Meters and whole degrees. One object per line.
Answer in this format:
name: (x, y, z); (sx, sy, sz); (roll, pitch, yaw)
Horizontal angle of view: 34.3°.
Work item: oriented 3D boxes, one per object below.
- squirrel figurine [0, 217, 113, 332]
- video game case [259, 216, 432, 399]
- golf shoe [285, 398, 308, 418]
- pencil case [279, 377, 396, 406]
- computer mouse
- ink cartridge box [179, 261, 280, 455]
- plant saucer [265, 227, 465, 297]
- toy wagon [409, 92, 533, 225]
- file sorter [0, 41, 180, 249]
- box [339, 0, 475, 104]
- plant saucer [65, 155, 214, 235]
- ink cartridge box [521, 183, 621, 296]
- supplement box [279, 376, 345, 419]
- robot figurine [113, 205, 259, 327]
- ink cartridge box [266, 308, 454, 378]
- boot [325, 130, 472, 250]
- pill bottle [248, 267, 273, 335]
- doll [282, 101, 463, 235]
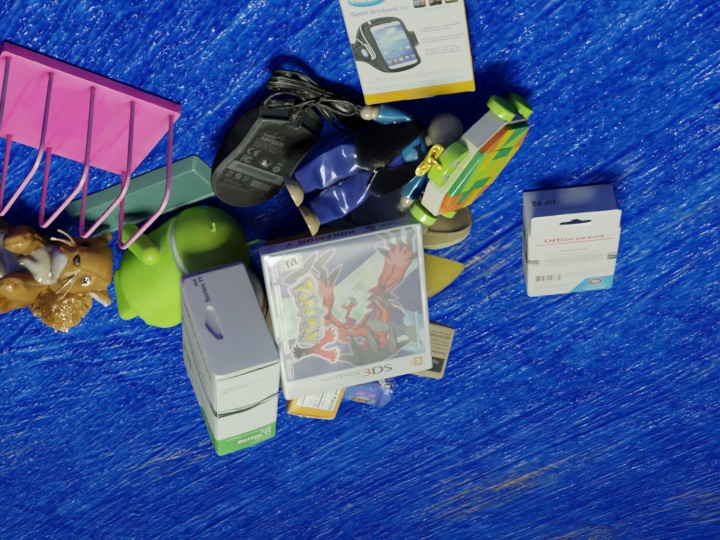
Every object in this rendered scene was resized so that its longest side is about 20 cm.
squirrel figurine: (-0.391, -0.001, 1.444); (0.184, 0.144, 0.200); (-5, 166, 1)
video game case: (-0.012, 0.045, 1.316); (0.180, 0.023, 0.202); (-12, 122, -8)
golf shoe: (-0.076, 0.143, 1.552); (0.077, 0.096, 0.200); (15, -178, -1)
pencil case: (-0.036, 0.161, 1.795); (0.197, 0.079, 0.087); (11, 177, -24)
computer mouse: (-0.094, -0.148, 1.291); (0.137, 0.053, 0.200); (20, 132, -37)
ink cartridge box: (-0.157, 0.107, 1.395); (0.082, 0.148, 0.201); (-16, 151, -16)
plant saucer: (0.000, 0.000, 1.478); (0.198, 0.049, 0.199); (15, 169, -28)
toy wagon: (0.114, -0.115, 1.245); (0.156, 0.039, 0.200); (-54, 168, 22)
file sorter: (-0.311, -0.120, 1.234); (0.198, 0.127, 0.139); (17, 145, -31)
box: (0.046, -0.244, 1.142); (0.117, 0.042, 0.201); (-6, 148, 7)
plant saucer: (-0.261, -0.086, 1.409); (0.198, 0.019, 0.070); (-18, 147, 22)
ink cartridge box: (0.265, -0.047, 1.477); (0.114, 0.068, 0.201); (-5, 151, 4)
supplement box: (-0.035, 0.076, 1.382); (0.068, 0.067, 0.202); (13, 117, -21)
robot figurine: (-0.220, -0.005, 1.449); (0.199, 0.117, 0.174); (-29, 150, 31)
ink cartridge box: (-0.003, 0.076, 1.541); (0.199, 0.076, 0.164); (17, -177, 43)
boot: (0.063, -0.098, 1.369); (0.197, 0.073, 0.155); (8, 146, -18)
pill bottle: (-0.176, 0.079, 1.605); (0.115, 0.118, 0.201); (-5, 150, 3)
doll: (0.021, -0.112, 1.258); (0.198, 0.049, 0.137); (-28, 120, 0)
